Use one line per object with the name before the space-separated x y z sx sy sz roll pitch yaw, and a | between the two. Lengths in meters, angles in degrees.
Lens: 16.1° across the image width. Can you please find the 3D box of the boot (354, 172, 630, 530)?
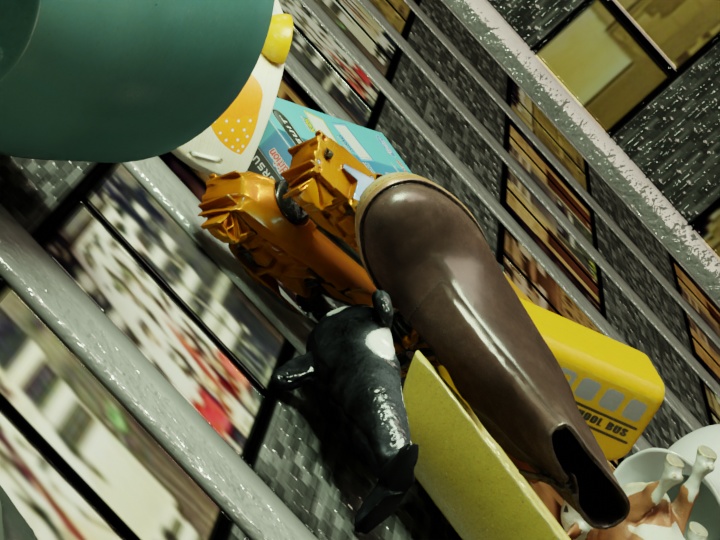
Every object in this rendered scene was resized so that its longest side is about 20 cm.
boot | 0.081 0.044 1.470 0.200 0.072 0.166 56 -4 -36

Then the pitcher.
pitcher | 0.288 0.206 1.992 0.172 0.121 0.200 60 24 11

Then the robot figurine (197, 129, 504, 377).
robot figurine | 0.000 0.000 1.574 0.200 0.145 0.058 42 47 -30

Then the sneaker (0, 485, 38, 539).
sneaker | -0.129 0.119 0.847 0.200 0.073 0.082 56 -4 10

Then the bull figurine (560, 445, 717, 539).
bull figurine | 0.197 0.188 1.706 0.065 0.122 0.200 14 34 -29

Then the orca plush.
orca plush | -0.016 0.078 1.455 0.200 0.071 0.105 -99 -168 -52

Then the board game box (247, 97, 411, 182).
board game box | -0.008 -0.046 1.816 0.151 0.047 0.200 54 19 24

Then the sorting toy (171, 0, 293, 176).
sorting toy | -0.149 -0.174 1.700 0.180 0.107 0.200 22 21 -22

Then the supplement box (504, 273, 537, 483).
supplement box | 0.115 0.074 1.883 0.067 0.069 0.200 45 14 -22

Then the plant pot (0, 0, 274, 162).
plant pot | -0.167 -0.146 1.258 0.201 0.201 0.161 51 25 12

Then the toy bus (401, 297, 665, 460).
toy bus | 0.101 0.063 1.721 0.200 0.078 0.065 24 22 -23

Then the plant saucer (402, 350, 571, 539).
plant saucer | 0.092 0.157 1.499 0.200 0.048 0.200 53 2 20
